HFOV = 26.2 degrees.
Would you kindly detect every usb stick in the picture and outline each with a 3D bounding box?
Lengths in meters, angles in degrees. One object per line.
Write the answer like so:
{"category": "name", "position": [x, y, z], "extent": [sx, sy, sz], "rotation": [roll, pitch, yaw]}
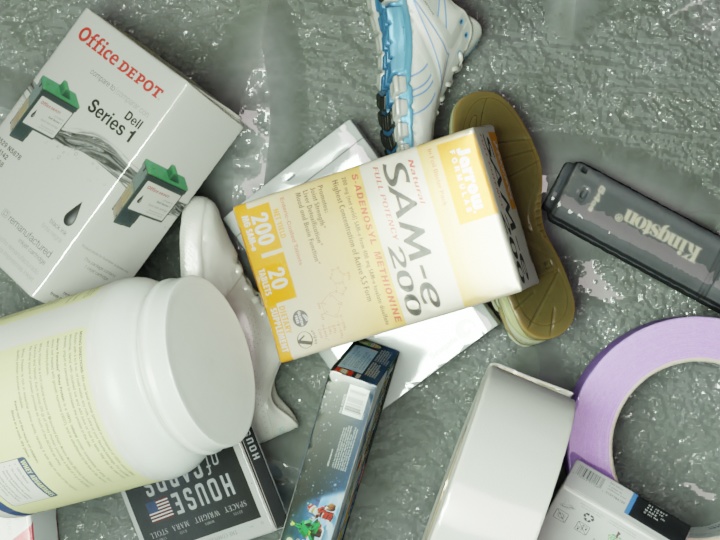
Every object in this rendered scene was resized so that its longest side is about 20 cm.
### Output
{"category": "usb stick", "position": [0.240, -0.020, 1.220], "extent": [0.199, 0.033, 0.056], "rotation": [29, 90, 5]}

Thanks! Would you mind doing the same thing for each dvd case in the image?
{"category": "dvd case", "position": [-0.146, 0.123, 1.206], "extent": [0.150, 0.025, 0.201], "rotation": [-24, 85, 39]}

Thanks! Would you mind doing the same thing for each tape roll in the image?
{"category": "tape roll", "position": [0.092, 0.175, 1.140], "extent": [0.070, 0.202, 0.204], "rotation": [20, 90, 5]}
{"category": "tape roll", "position": [0.257, 0.136, 1.198], "extent": [0.198, 0.066, 0.202], "rotation": [0, 89, 5]}

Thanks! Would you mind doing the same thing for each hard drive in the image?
{"category": "hard drive", "position": [0.000, 0.000, 1.232], "extent": [0.132, 0.027, 0.201], "rotation": [-37, 87, 10]}

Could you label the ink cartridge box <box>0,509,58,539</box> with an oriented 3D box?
{"category": "ink cartridge box", "position": [-0.346, 0.212, 1.226], "extent": [0.198, 0.083, 0.148], "rotation": [-6, 88, 3]}

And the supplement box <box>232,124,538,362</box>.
{"category": "supplement box", "position": [0.019, -0.020, 1.163], "extent": [0.199, 0.073, 0.127], "rotation": [-18, 90, 18]}

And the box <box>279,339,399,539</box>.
{"category": "box", "position": [-0.023, 0.160, 1.163], "extent": [0.037, 0.137, 0.201], "rotation": [17, 99, 5]}

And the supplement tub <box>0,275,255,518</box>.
{"category": "supplement tub", "position": [-0.190, 0.088, 1.109], "extent": [0.199, 0.145, 0.146], "rotation": [-16, 87, 22]}

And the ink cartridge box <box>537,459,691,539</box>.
{"category": "ink cartridge box", "position": [0.165, 0.242, 1.178], "extent": [0.099, 0.039, 0.201], "rotation": [30, 128, 9]}

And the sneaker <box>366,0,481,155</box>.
{"category": "sneaker", "position": [0.056, -0.164, 1.221], "extent": [0.086, 0.075, 0.202], "rotation": [-4, 94, -13]}

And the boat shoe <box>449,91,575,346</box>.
{"category": "boat shoe", "position": [0.111, -0.040, 1.219], "extent": [0.073, 0.063, 0.202], "rotation": [-18, 84, -18]}

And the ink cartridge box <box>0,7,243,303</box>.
{"category": "ink cartridge box", "position": [-0.208, -0.082, 1.200], "extent": [0.146, 0.084, 0.201], "rotation": [36, 91, 35]}

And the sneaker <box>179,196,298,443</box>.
{"category": "sneaker", "position": [-0.093, 0.037, 1.225], "extent": [0.088, 0.075, 0.202], "rotation": [-8, 98, 2]}
